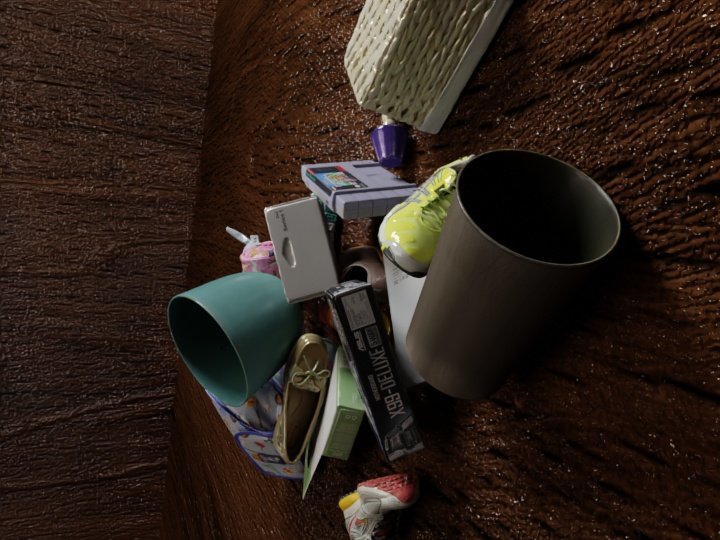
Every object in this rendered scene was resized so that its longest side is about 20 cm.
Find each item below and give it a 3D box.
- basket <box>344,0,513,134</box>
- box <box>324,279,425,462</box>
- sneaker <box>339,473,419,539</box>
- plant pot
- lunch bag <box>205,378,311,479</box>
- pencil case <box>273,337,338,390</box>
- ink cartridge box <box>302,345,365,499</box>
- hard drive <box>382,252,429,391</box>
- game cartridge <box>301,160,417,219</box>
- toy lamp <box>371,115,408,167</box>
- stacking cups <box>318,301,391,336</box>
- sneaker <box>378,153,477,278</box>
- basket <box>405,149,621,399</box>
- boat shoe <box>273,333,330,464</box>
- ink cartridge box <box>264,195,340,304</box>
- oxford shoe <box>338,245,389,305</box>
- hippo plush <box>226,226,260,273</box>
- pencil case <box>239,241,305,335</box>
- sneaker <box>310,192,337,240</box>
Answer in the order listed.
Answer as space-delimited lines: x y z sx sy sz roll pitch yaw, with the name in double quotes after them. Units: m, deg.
0.073 -0.299 0.691 0.200 0.123 0.136 120 146 -42 "basket"
0.012 0.113 0.689 0.158 0.049 0.201 -170 61 -82 "box"
0.032 0.322 0.723 0.200 0.077 0.083 115 146 -53 "sneaker"
-0.192 0.095 0.910 0.200 0.161 0.202 25 132 32 "plant pot"
-0.172 0.284 1.006 0.199 0.124 0.171 28 149 37 "lunch bag"
-0.107 0.177 1.012 0.083 0.091 0.200 -55 14 -28 "pencil case"
-0.043 0.242 0.869 0.146 0.048 0.201 -94 19 -62 "ink cartridge box"
0.085 0.036 0.687 0.132 0.027 0.201 -34 54 46 "hard drive"
-0.003 -0.126 0.808 0.200 0.129 0.039 -133 44 -57 "game cartridge"
0.042 -0.253 0.824 0.058 0.058 0.202 -28 60 60 "toy lamp"
-0.018 0.084 0.887 0.200 0.060 0.061 180 95 -68 "stacking cups"
0.081 -0.069 0.592 0.076 0.075 0.200 -52 3 43 "sneaker"
0.122 0.016 0.507 0.136 0.180 0.201 31 131 15 "basket"
-0.089 0.203 0.870 0.063 0.073 0.202 -173 93 -73 "boat shoe"
-0.086 -0.033 0.888 0.200 0.083 0.146 -118 13 -88 "ink cartridge box"
0.000 0.000 0.840 0.200 0.072 0.072 28 110 63 "oxford shoe"
-0.159 -0.018 1.148 0.160 0.159 0.201 -27 65 30 "hippo plush"
-0.163 0.049 1.037 0.086 0.083 0.201 -1 112 25 "pencil case"
-0.083 -0.050 1.050 0.091 0.077 0.202 -144 65 -79 "sneaker"
